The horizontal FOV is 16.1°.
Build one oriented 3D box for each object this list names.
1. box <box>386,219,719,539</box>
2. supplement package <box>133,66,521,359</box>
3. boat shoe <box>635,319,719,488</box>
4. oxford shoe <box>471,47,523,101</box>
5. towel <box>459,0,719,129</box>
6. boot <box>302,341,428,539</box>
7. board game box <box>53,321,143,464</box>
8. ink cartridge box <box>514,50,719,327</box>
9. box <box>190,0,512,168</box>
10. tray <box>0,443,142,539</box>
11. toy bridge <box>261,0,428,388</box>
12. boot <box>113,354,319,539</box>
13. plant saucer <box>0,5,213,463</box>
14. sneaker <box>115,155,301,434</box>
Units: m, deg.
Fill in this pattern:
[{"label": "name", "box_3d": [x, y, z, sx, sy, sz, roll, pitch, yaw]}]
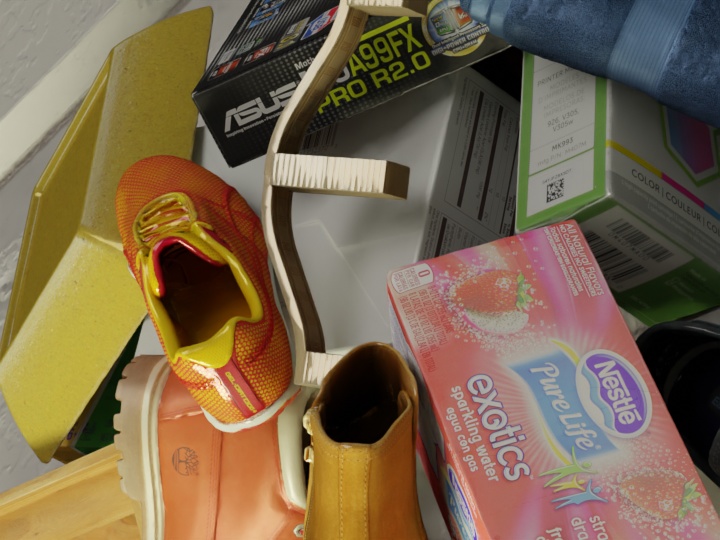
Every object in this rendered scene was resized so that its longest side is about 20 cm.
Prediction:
[{"label": "box", "box_3d": [0.085, 0.089, 1.107, 0.094, 0.103, 0.200, -16, 50, -7]}, {"label": "supplement package", "box_3d": [0.000, 0.000, 1.307, 0.200, 0.111, 0.156, -10, 58, 44]}, {"label": "boat shoe", "box_3d": [0.182, 0.076, 1.087, 0.075, 0.062, 0.200, -54, 38, 2]}, {"label": "oxford shoe", "box_3d": [0.032, -0.104, 1.386, 0.199, 0.070, 0.075, -19, 40, 26]}, {"label": "towel", "box_3d": [0.154, -0.122, 1.154, 0.199, 0.049, 0.112, 24, 61, 10]}, {"label": "boot", "box_3d": [0.008, 0.099, 1.141, 0.201, 0.070, 0.145, -83, -7, -74]}, {"label": "board game box", "box_3d": [-0.102, 0.018, 1.471, 0.153, 0.040, 0.201, -3, 63, 48]}, {"label": "ink cartridge box", "box_3d": [0.130, -0.086, 1.224, 0.059, 0.104, 0.201, -24, 48, 37]}, {"label": "box", "box_3d": [0.010, -0.135, 1.305, 0.160, 0.044, 0.200, -23, 18, 19]}, {"label": "tray", "box_3d": [-0.175, 0.169, 1.422, 0.200, 0.037, 0.099, -25, 76, 38]}, {"label": "toy bridge", "box_3d": [-0.011, -0.045, 1.188, 0.067, 0.027, 0.201, 5, 86, 29]}, {"label": "boot", "box_3d": [-0.055, 0.140, 1.261, 0.107, 0.201, 0.075, 1, 21, 18]}, {"label": "plant saucer", "box_3d": [-0.149, -0.026, 1.420, 0.200, 0.048, 0.200, -52, 24, 45]}, {"label": "sneaker", "box_3d": [-0.078, -0.007, 1.233, 0.073, 0.077, 0.200, -30, 38, -2]}]
